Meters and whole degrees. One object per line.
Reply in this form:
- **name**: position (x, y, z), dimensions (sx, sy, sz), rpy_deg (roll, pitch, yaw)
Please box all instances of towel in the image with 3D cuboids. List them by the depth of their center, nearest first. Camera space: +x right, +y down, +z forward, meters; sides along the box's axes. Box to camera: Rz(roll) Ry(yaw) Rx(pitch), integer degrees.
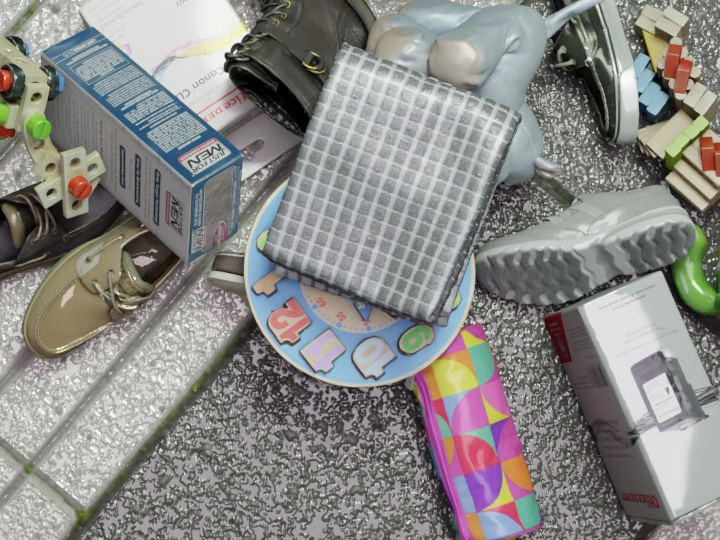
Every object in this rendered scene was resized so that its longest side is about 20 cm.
- **towel**: position (0.024, -0.065, 1.436), dimensions (0.166, 0.086, 0.200), rpy_deg (21, 94, 3)

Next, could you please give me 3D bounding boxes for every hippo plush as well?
- **hippo plush**: position (0.097, -0.152, 1.560), dimensions (0.200, 0.159, 0.161), rpy_deg (-26, 119, -37)

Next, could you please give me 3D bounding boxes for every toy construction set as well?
- **toy construction set**: position (-0.302, -0.127, 1.492), dimensions (0.200, 0.092, 0.131), rpy_deg (32, 116, 28)

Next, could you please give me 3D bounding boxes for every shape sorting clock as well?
- **shape sorting clock**: position (0.000, 0.000, 1.505), dimensions (0.200, 0.039, 0.200), rpy_deg (0, 88, -4)

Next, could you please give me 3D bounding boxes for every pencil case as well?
- **pencil case**: position (0.093, 0.145, 1.555), dimensions (0.088, 0.088, 0.200), rpy_deg (-20, 87, -6)

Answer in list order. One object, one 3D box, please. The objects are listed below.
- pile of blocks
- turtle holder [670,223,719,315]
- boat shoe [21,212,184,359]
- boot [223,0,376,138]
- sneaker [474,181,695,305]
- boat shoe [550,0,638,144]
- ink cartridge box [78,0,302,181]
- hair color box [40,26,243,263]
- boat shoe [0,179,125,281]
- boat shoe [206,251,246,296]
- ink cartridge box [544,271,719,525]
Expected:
- **pile of blocks**: position (0.280, -0.152, 1.580), dimensions (0.082, 0.062, 0.200), rpy_deg (-21, 71, 5)
- **turtle holder**: position (0.377, -0.009, 1.576), dimensions (0.141, 0.185, 0.132), rpy_deg (2, 85, -37)
- **boat shoe**: position (-0.211, 0.004, 1.538), dimensions (0.200, 0.065, 0.072), rpy_deg (-41, 115, -10)
- **boot**: position (-0.074, -0.216, 1.522), dimensions (0.200, 0.069, 0.174), rpy_deg (43, 40, -7)
- **sneaker**: position (0.198, -0.027, 1.593), dimensions (0.200, 0.082, 0.075), rpy_deg (-12, 132, 4)
- **boat shoe**: position (0.204, -0.206, 1.601), dimensions (0.064, 0.071, 0.200), rpy_deg (-12, 79, -6)
- **ink cartridge box**: position (-0.146, -0.175, 1.564), dimensions (0.116, 0.067, 0.200), rpy_deg (-35, 89, -7)
- **hair color box**: position (-0.188, -0.108, 1.498), dimensions (0.061, 0.100, 0.200), rpy_deg (-33, 61, -30)
- **boat shoe**: position (-0.291, -0.034, 1.539), dimensions (0.200, 0.073, 0.075), rpy_deg (-30, 89, -6)
- **boat shoe**: position (-0.034, 0.001, 1.559), dimensions (0.200, 0.072, 0.060), rpy_deg (8, 82, -3)
- **ink cartridge box**: position (0.248, 0.113, 1.539), dimensions (0.083, 0.145, 0.200), rpy_deg (-23, 88, -9)
